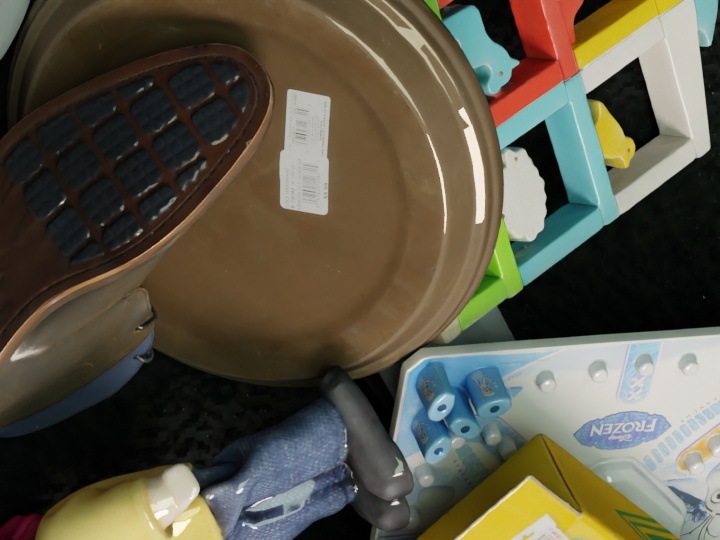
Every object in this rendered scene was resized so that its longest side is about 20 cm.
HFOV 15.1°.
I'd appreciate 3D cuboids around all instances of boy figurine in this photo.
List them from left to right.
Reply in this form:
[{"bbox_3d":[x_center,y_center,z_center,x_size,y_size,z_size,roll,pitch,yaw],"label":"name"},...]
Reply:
[{"bbox_3d":[-0.078,0.108,1.006,0.199,0.125,0.065,-29,69,-18],"label":"boy figurine"}]

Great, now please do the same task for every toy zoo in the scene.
[{"bbox_3d":[0.076,-0.076,1.081,0.200,0.020,0.132,-36,118,-33],"label":"toy zoo"}]

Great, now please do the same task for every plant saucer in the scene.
[{"bbox_3d":[-0.045,-0.038,1.016,0.199,0.030,0.201,9,121,15],"label":"plant saucer"}]

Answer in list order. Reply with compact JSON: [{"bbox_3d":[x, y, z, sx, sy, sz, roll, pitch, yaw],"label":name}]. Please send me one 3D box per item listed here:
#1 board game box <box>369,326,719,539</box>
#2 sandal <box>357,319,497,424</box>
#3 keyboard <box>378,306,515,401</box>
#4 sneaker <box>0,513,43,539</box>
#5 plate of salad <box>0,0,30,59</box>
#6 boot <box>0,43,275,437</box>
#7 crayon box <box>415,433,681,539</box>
[{"bbox_3d":[0.101,0.112,1.110,0.198,0.026,0.201,-4,127,-18],"label":"board game box"},{"bbox_3d":[-0.001,0.001,1.097,0.075,0.048,0.201,-37,121,-10],"label":"sandal"},{"bbox_3d":[0.026,0.017,1.084,0.056,0.011,0.201,-33,120,-7],"label":"keyboard"},{"bbox_3d":[-0.208,0.126,1.036,0.199,0.080,0.075,6,83,-27],"label":"sneaker"},{"bbox_3d":[-0.198,-0.144,0.968,0.199,0.048,0.202,8,78,-43],"label":"plate of salad"},{"bbox_3d":[-0.102,-0.006,1.007,0.200,0.097,0.075,-38,70,8],"label":"boot"},{"bbox_3d":[0.073,0.148,1.076,0.126,0.052,0.200,-41,129,13],"label":"crayon box"}]
